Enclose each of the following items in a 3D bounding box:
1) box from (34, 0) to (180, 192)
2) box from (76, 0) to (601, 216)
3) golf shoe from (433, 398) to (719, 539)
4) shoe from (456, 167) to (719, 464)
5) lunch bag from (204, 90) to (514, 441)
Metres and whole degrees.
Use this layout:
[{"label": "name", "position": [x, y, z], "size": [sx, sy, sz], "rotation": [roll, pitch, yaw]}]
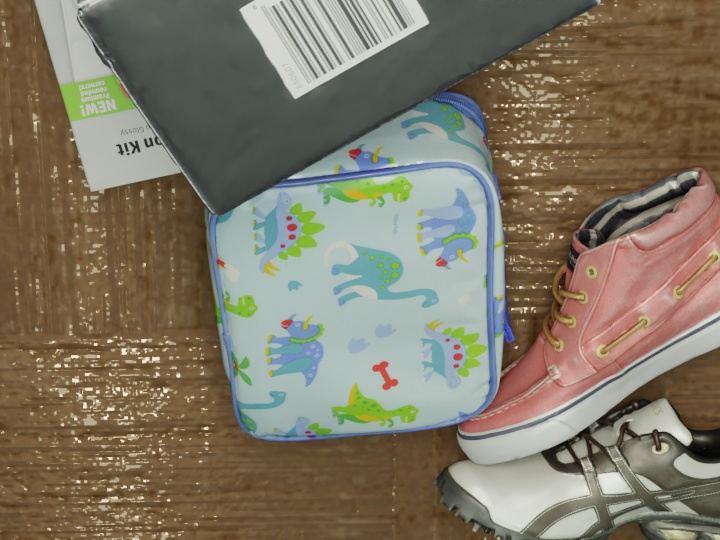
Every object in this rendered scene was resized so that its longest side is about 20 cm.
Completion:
[{"label": "box", "position": [-0.091, -0.151, 1.153], "size": [0.155, 0.041, 0.201], "rotation": [-12, 119, 2]}, {"label": "box", "position": [-0.017, -0.156, 1.023], "size": [0.199, 0.197, 0.124], "rotation": [-28, 118, 10]}, {"label": "golf shoe", "position": [0.141, 0.111, 1.288], "size": [0.198, 0.078, 0.095], "rotation": [5, 113, -17]}, {"label": "shoe", "position": [0.126, 0.024, 1.244], "size": [0.199, 0.072, 0.091], "rotation": [-30, 111, 9]}, {"label": "lunch bag", "position": [0.000, 0.000, 1.192], "size": [0.159, 0.083, 0.201], "rotation": [-6, 133, -1]}]
